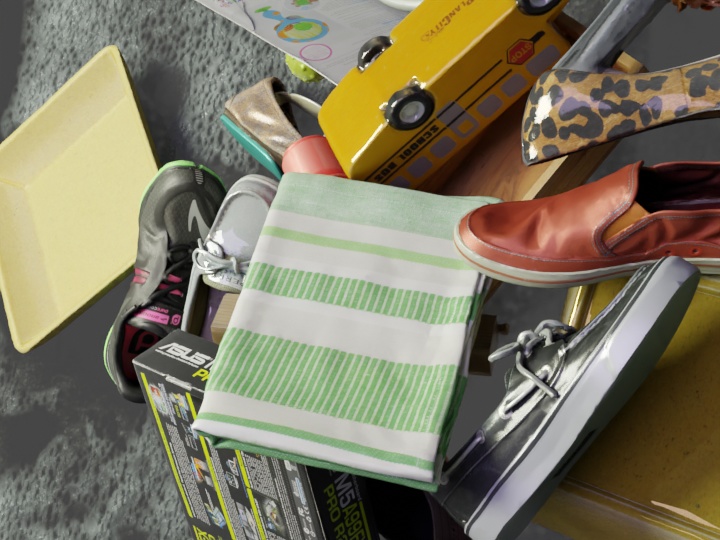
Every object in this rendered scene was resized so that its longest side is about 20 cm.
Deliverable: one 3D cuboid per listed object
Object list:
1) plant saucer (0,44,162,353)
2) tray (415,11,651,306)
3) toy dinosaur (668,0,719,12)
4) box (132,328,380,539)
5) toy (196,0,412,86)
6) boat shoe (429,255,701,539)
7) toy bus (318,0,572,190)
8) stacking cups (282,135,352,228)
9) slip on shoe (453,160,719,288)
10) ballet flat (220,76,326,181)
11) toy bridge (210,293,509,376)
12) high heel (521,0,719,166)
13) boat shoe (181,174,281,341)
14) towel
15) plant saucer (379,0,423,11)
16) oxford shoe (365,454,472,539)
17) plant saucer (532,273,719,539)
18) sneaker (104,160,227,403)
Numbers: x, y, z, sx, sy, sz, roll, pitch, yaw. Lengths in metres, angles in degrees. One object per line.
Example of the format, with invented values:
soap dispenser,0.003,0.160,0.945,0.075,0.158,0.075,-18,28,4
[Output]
plant saucer,-0.236,-0.057,1.103,0.200,0.048,0.201,-36,60,24
tray,0.096,-0.069,0.845,0.200,0.037,0.099,-51,47,8
toy dinosaur,0.241,-0.197,0.757,0.199,0.102,0.137,-4,93,15
box,-0.060,0.149,0.840,0.160,0.044,0.201,16,130,43
toy,-0.026,-0.173,0.959,0.200,0.115,0.047,39,142,34
boat shoe,0.108,0.064,0.719,0.068,0.073,0.200,41,114,22
toy bus,0.064,-0.135,0.825,0.200,0.078,0.065,-41,48,17
stacking cups,0.000,0.000,0.838,0.060,0.060,0.201,-39,54,23
slip on shoe,0.149,-0.033,0.729,0.199,0.061,0.074,-3,36,20
ballet flat,-0.033,-0.082,0.949,0.067,0.068,0.200,-38,57,-5
toy bridge,0.002,0.032,0.875,0.199,0.027,0.067,4,44,14
high heel,0.197,-0.072,0.747,0.200,0.071,0.143,41,95,17
boat shoe,-0.095,0.031,0.933,0.074,0.065,0.203,22,108,10
towel,-0.003,0.027,0.761,0.152,0.023,0.201,9,55,12
plant saucer,0.058,-0.289,0.933,0.199,0.050,0.201,-12,69,33
oxford shoe,0.012,0.121,0.855,0.200,0.072,0.071,44,107,36
plant saucer,0.183,0.075,0.746,0.199,0.048,0.201,16,89,38
sneaker,-0.143,0.014,0.975,0.084,0.076,0.201,-115,38,-62
